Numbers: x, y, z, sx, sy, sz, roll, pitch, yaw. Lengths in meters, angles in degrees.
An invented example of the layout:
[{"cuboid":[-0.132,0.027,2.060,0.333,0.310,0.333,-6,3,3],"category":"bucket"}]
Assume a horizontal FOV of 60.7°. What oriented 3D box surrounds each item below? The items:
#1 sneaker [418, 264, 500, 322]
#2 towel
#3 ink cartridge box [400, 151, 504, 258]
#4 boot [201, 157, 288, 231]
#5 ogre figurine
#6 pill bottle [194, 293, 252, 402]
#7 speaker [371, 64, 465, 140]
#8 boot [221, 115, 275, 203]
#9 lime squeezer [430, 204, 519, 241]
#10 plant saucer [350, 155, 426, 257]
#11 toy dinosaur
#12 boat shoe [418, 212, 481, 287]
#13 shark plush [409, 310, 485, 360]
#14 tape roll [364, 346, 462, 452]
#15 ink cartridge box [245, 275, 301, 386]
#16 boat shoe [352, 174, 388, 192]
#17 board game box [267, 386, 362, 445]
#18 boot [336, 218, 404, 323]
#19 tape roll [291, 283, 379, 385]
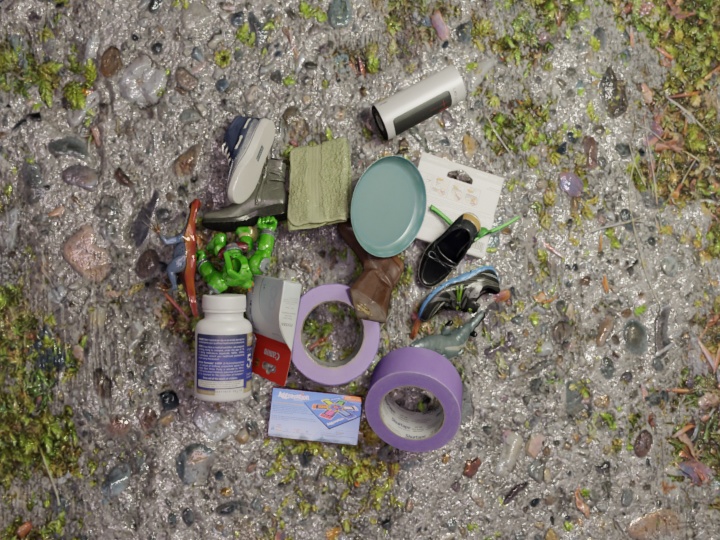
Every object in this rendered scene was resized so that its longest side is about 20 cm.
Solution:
[{"cuboid":[0.213,0.059,1.317,0.195,0.071,0.084,-25,75,-7],"category":"sneaker"},{"cuboid":[-0.085,-0.180,1.266,0.144,0.037,0.206,-10,63,17],"category":"towel"},{"cuboid":[0.196,-0.139,1.336,0.194,0.045,0.181,16,89,-4],"category":"ink cartridge box"},{"cuboid":[-0.244,-0.162,1.303,0.194,0.068,0.135,-11,78,-4],"category":"boot"},{"cuboid":[-0.255,-0.024,1.254,0.194,0.099,0.122,-11,54,-6],"category":"ogre figurine"},{"cuboid":[-0.278,0.153,1.252,0.116,0.120,0.207,1,92,-4],"category":"pill bottle"},{"cuboid":[0.125,-0.361,1.319,0.196,0.081,0.083,-28,91,-5],"category":"speaker"},{"cuboid":[-0.251,-0.230,1.270,0.088,0.073,0.204,11,63,18],"category":"boot"},{"cuboid":[0.242,-0.091,1.307,0.193,0.038,0.072,6,60,-3],"category":"lime squeezer"},{"cuboid":[0.054,-0.130,1.249,0.196,0.027,0.207,-11,108,-34],"category":"plant saucer"},{"cuboid":[-0.347,-0.043,1.253,0.198,0.105,0.183,37,103,5],"category":"toy dinosaur"},{"cuboid":[0.178,-0.035,1.280,0.074,0.062,0.201,37,128,1],"category":"boat shoe"},{"cuboid":[0.193,0.146,1.302,0.195,0.091,0.085,-23,120,-10],"category":"shark plush"},{"cuboid":[0.110,0.264,1.256,0.193,0.086,0.205,5,118,9],"category":"tape roll"},{"cuboid":[-0.189,0.116,1.245,0.046,0.158,0.207,12,87,-35],"category":"ink cartridge box"},{"cuboid":[-0.029,-0.161,1.309,0.196,0.070,0.072,-23,107,16],"category":"boat shoe"},{"cuboid":[-0.097,0.312,1.318,0.193,0.019,0.106,7,90,-4],"category":"board game box"},{"cuboid":[0.000,0.000,1.247,0.184,0.201,0.065,36,129,-5],"category":"boot"},{"cuboid":[-0.059,0.130,1.285,0.193,0.085,0.207,0,89,-5],"category":"tape roll"}]
